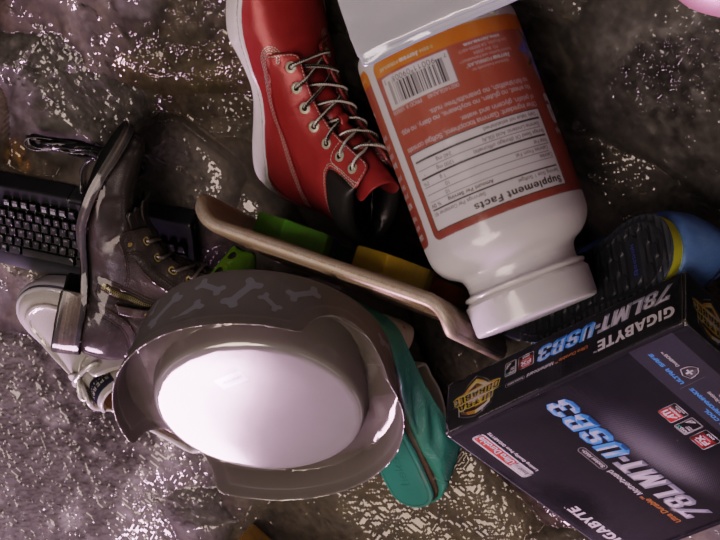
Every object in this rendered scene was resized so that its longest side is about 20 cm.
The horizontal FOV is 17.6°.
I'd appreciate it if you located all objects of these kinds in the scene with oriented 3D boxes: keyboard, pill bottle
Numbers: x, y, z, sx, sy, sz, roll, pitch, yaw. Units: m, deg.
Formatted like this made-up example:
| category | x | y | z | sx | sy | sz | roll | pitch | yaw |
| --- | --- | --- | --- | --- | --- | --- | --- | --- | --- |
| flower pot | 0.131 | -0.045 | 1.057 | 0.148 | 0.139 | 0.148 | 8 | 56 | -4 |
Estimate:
| category | x | y | z | sx | sy | sz | roll | pitch | yaw |
| --- | --- | --- | --- | --- | --- | --- | --- | --- | --- |
| keyboard | -0.213 | -0.047 | 1.750 | 0.198 | 0.021 | 0.128 | 11 | 118 | 21 |
| pill bottle | 0.081 | -0.064 | 1.507 | 0.112 | 0.112 | 0.202 | -23 | 85 | 33 |

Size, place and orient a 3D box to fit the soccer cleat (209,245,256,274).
| category | x | y | z | sx | sy | sz | roll | pitch | yaw |
| --- | --- | --- | --- | --- | --- | --- | --- | --- | --- |
| soccer cleat | -0.046 | 0.058 | 1.661 | 0.067 | 0.081 | 0.200 | 20 | 163 | 45 |

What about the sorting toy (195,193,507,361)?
| category | x | y | z | sx | sy | sz | roll | pitch | yaw |
| --- | --- | --- | --- | --- | --- | --- | --- | --- | --- |
| sorting toy | 0.000 | 0.000 | 1.584 | 0.199 | 0.185 | 0.037 | 24 | 89 | 17 |

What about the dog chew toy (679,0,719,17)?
| category | x | y | z | sx | sy | sz | roll | pitch | yaw |
| --- | --- | --- | --- | --- | --- | --- | --- | --- | --- |
| dog chew toy | 0.236 | -0.252 | 1.366 | 0.124 | 0.124 | 0.202 | 13 | 112 | 21 |

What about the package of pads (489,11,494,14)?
| category | x | y | z | sx | sy | sz | roll | pitch | yaw |
| --- | --- | --- | --- | --- | --- | --- | --- | --- | --- |
| package of pads | 0.006 | -0.258 | 1.470 | 0.198 | 0.068 | 0.156 | 12 | 85 | 21 |

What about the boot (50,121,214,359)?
| category | x | y | z | sx | sy | sz | roll | pitch | yaw |
| --- | --- | --- | --- | --- | --- | --- | --- | --- | --- |
| boot | -0.126 | 0.001 | 1.692 | 0.173 | 0.069 | 0.201 | 14 | 112 | -5 |

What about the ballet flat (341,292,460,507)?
| category | x | y | z | sx | sy | sz | roll | pitch | yaw |
| --- | --- | --- | --- | --- | --- | --- | --- | --- | --- |
| ballet flat | 0.018 | 0.077 | 1.650 | 0.067 | 0.071 | 0.201 | -2 | 129 | 33 |

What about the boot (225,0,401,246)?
| category | x | y | z | sx | sy | sz | roll | pitch | yaw |
| --- | --- | --- | --- | --- | --- | --- | --- | --- | --- |
| boot | -0.023 | -0.121 | 1.548 | 0.144 | 0.072 | 0.201 | 35 | 140 | 51 |

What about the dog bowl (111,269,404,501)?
| category | x | y | z | sx | sy | sz | roll | pitch | yaw |
| --- | --- | --- | --- | --- | --- | --- | --- | --- | --- |
| dog bowl | -0.066 | 0.076 | 1.564 | 0.198 | 0.059 | 0.201 | 3 | 140 | 3 |

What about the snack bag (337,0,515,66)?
| category | x | y | z | sx | sy | sz | roll | pitch | yaw |
| --- | --- | --- | --- | --- | --- | --- | --- | --- | --- |
| snack bag | 0.046 | -0.242 | 1.407 | 0.187 | 0.021 | 0.202 | -21 | 77 | 13 |

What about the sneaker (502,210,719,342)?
| category | x | y | z | sx | sy | sz | roll | pitch | yaw |
| --- | --- | --- | --- | --- | --- | --- | --- | --- | --- |
| sneaker | 0.169 | 0.009 | 1.557 | 0.199 | 0.078 | 0.067 | -21 | 71 | 50 |

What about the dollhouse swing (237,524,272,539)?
| category | x | y | z | sx | sy | sz | roll | pitch | yaw |
| --- | --- | --- | --- | --- | --- | --- | --- | --- | --- |
| dollhouse swing | -0.069 | 0.329 | 1.765 | 0.200 | 0.176 | 0.182 | 42 | 125 | 2 |

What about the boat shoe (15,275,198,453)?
| category | x | y | z | sx | sy | sz | roll | pitch | yaw |
| --- | --- | --- | --- | --- | --- | --- | --- | --- | --- |
| boat shoe | -0.186 | 0.075 | 1.762 | 0.199 | 0.070 | 0.071 | 32 | 128 | 9 |

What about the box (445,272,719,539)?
| category | x | y | z | sx | sy | sz | roll | pitch | yaw |
| --- | --- | --- | --- | --- | --- | --- | --- | --- | --- |
| box | 0.193 | 0.104 | 1.546 | 0.198 | 0.050 | 0.200 | -28 | 130 | 32 |
